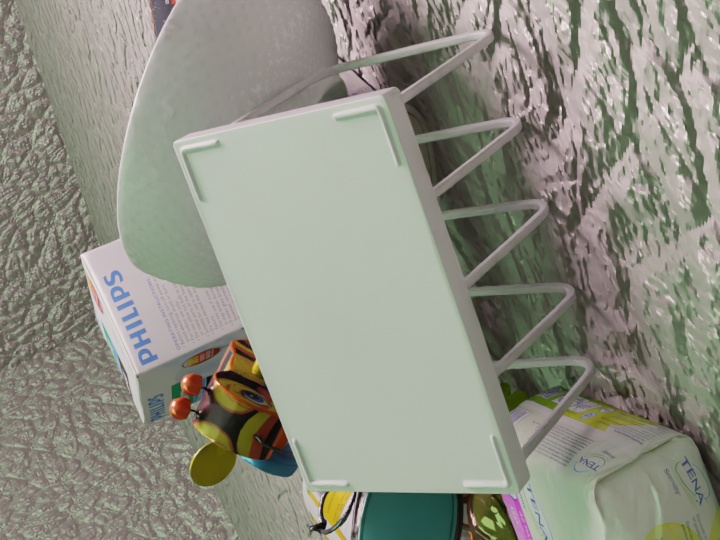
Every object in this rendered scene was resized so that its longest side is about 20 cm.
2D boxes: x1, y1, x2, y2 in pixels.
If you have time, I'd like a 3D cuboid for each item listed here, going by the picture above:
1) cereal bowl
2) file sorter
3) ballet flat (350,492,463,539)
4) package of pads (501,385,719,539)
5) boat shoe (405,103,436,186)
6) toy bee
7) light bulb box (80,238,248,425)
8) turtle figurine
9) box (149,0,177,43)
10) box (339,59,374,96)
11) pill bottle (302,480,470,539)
[{"bbox_3d":[-0.062,-0.079,0.815,0.082,0.202,0.201,20,150,12],"label":"cereal bowl"},{"bbox_3d":[0.024,-0.004,0.712,0.137,0.124,0.203,-6,111,40],"label":"file sorter"},{"bbox_3d":[0.030,0.124,0.857,0.073,0.072,0.203,115,159,-72],"label":"ballet flat"},{"bbox_3d":[0.146,0.172,0.727,0.203,0.067,0.154,68,166,-10],"label":"package of pads"},{"bbox_3d":[0.000,0.000,0.827,0.061,0.074,0.204,1,84,48],"label":"boat shoe"},{"bbox_3d":[-0.071,0.083,0.899,0.108,0.133,0.199,24,170,-20],"label":"toy bee"},{"bbox_3d":[-0.139,0.029,1.280,0.126,0.198,0.199,62,166,14],"label":"light bulb box"},{"bbox_3d":[0.091,0.146,0.890,0.162,0.064,0.201,87,159,-50],"label":"turtle figurine"},{"bbox_3d":[-0.164,-0.147,1.320,0.137,0.037,0.203,94,163,-63],"label":"box"},{"bbox_3d":[-0.037,-0.134,0.966,0.200,0.041,0.039,48,157,49],"label":"box"},{"bbox_3d":[0.037,0.211,1.100,0.200,0.110,0.112,43,154,57],"label":"pill bottle"}]
